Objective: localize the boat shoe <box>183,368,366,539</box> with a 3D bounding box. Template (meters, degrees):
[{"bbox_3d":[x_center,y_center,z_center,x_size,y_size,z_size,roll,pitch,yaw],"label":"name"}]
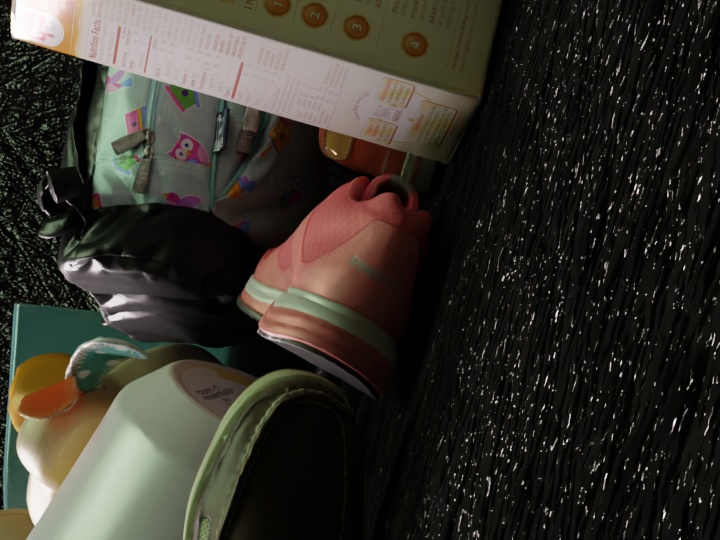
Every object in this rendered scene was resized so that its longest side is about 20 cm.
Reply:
[{"bbox_3d":[-0.033,0.143,0.863,0.075,0.074,0.204,-149,68,-71],"label":"boat shoe"}]

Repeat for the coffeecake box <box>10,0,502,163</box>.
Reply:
[{"bbox_3d":[-0.034,-0.153,0.965,0.073,0.198,0.155,117,168,-67],"label":"coffeecake box"}]

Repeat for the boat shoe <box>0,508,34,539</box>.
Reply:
[{"bbox_3d":[-0.131,0.197,1.186,0.072,0.199,0.060,-20,-50,-52],"label":"boat shoe"}]

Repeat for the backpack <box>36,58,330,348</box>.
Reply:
[{"bbox_3d":[-0.077,-0.073,1.115,0.167,0.125,0.202,84,-164,-73],"label":"backpack"}]

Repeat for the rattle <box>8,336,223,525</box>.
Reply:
[{"bbox_3d":[-0.148,0.051,1.123,0.143,0.130,0.200,61,-170,27],"label":"rattle"}]

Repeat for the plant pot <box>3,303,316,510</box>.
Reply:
[{"bbox_3d":[-0.122,0.132,1.295,0.141,0.140,0.202,19,-102,-71],"label":"plant pot"}]

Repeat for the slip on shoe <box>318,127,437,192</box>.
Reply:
[{"bbox_3d":[0.011,-0.090,1.086,0.200,0.061,0.075,-84,9,-70],"label":"slip on shoe"}]

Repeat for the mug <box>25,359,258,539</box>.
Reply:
[{"bbox_3d":[-0.086,0.120,1.045,0.154,0.148,0.187,-65,27,14],"label":"mug"}]

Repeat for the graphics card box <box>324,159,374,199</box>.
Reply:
[{"bbox_3d":[-0.057,-0.037,1.311,0.200,0.125,0.051,-85,19,-62],"label":"graphics card box"}]

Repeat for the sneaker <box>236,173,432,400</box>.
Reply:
[{"bbox_3d":[0.000,0.000,0.982,0.087,0.073,0.200,-61,9,0],"label":"sneaker"}]
